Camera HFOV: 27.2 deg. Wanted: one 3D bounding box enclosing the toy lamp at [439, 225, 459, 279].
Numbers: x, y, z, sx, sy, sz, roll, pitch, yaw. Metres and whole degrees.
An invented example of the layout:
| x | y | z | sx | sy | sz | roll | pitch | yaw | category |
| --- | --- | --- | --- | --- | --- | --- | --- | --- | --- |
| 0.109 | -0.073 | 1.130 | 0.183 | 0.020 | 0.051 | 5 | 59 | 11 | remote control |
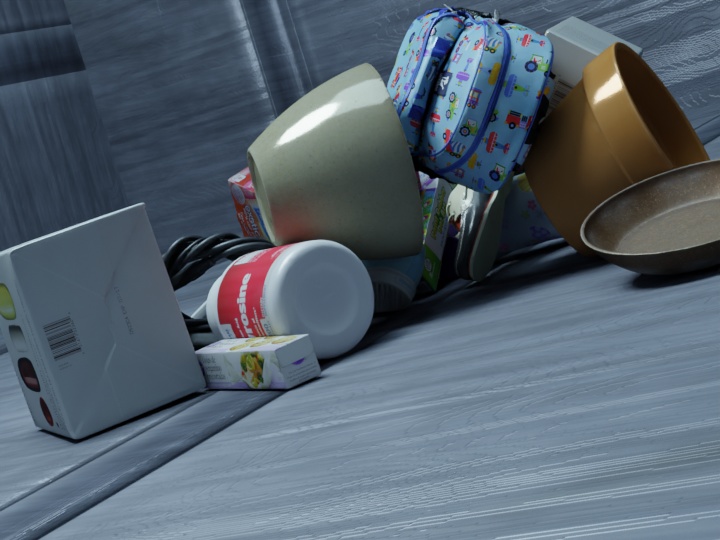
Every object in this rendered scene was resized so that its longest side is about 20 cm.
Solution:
| x | y | z | sx | sy | sz | roll | pitch | yaw | category |
| --- | --- | --- | --- | --- | --- | --- | --- | --- | --- |
| 0.123 | -0.032 | 1.810 | 0.058 | 0.059 | 0.200 | -16 | 8 | 14 | toy lamp |

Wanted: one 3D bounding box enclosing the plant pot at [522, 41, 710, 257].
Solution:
| x | y | z | sx | sy | sz | roll | pitch | yaw | category |
| --- | --- | --- | --- | --- | --- | --- | --- | --- | --- |
| 0.254 | -0.106 | 1.491 | 0.139 | 0.201 | 0.200 | -33 | -1 | 23 | plant pot |

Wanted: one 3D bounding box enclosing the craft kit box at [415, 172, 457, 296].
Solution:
| x | y | z | sx | sy | sz | roll | pitch | yaw | category |
| --- | --- | --- | --- | --- | --- | --- | --- | --- | --- |
| 0.017 | -0.046 | 1.752 | 0.198 | 0.049 | 0.199 | -15 | 43 | 34 | craft kit box |

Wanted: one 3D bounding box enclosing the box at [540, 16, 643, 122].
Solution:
| x | y | z | sx | sy | sz | roll | pitch | yaw | category |
| --- | --- | --- | --- | --- | --- | --- | --- | --- | --- |
| 0.239 | -0.201 | 1.662 | 0.097 | 0.125 | 0.200 | 27 | 19 | 9 | box |

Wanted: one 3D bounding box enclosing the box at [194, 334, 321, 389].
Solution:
| x | y | z | sx | sy | sz | roll | pitch | yaw | category |
| --- | --- | --- | --- | --- | --- | --- | --- | --- | --- |
| -0.101 | 0.087 | 1.399 | 0.041 | 0.039 | 0.199 | -21 | 6 | -27 | box |

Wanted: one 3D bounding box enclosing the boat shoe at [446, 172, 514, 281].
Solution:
| x | y | z | sx | sy | sz | roll | pitch | yaw | category |
| --- | --- | --- | --- | --- | --- | --- | --- | --- | --- |
| 0.128 | -0.074 | 1.660 | 0.062 | 0.202 | 0.071 | 6 | -33 | 16 | boat shoe |

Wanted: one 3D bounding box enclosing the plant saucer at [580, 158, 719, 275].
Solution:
| x | y | z | sx | sy | sz | roll | pitch | yaw | category |
| --- | --- | --- | --- | --- | --- | --- | --- | --- | --- |
| 0.290 | -0.043 | 1.288 | 0.198 | 0.037 | 0.201 | -17 | 19 | 6 | plant saucer |

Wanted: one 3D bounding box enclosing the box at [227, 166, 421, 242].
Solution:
| x | y | z | sx | sy | sz | roll | pitch | yaw | category |
| --- | --- | --- | --- | --- | --- | --- | --- | --- | --- |
| -0.038 | -0.097 | 1.676 | 0.199 | 0.096 | 0.099 | -35 | 38 | -28 | box |

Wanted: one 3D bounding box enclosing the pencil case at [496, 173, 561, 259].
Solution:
| x | y | z | sx | sy | sz | roll | pitch | yaw | category |
| --- | --- | --- | --- | --- | --- | --- | --- | --- | --- |
| 0.216 | -0.071 | 1.716 | 0.198 | 0.092 | 0.083 | -16 | 19 | 23 | pencil case |

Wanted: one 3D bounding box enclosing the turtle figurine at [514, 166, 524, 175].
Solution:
| x | y | z | sx | sy | sz | roll | pitch | yaw | category |
| --- | --- | --- | --- | --- | --- | --- | --- | --- | --- |
| 0.163 | -0.117 | 1.861 | 0.148 | 0.102 | 0.199 | 15 | -6 | 36 | turtle figurine |

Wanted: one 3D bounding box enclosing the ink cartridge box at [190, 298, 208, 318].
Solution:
| x | y | z | sx | sy | sz | roll | pitch | yaw | category |
| --- | --- | --- | --- | --- | --- | --- | --- | --- | --- |
| -0.118 | 0.001 | 1.786 | 0.162 | 0.050 | 0.200 | -42 | 2 | 40 | ink cartridge box |

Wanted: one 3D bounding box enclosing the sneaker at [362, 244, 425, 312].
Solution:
| x | y | z | sx | sy | sz | roll | pitch | yaw | category |
| --- | --- | --- | --- | --- | --- | --- | --- | --- | --- |
| 0.000 | 0.000 | 1.646 | 0.199 | 0.074 | 0.082 | 1 | 52 | 45 | sneaker |

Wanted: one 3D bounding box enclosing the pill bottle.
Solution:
| x | y | z | sx | sy | sz | roll | pitch | yaw | category |
| --- | --- | --- | --- | --- | --- | --- | --- | --- | --- |
| -0.078 | 0.033 | 1.477 | 0.111 | 0.114 | 0.199 | -20 | 5 | -28 | pill bottle |

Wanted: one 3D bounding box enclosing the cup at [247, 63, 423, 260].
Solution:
| x | y | z | sx | sy | sz | roll | pitch | yaw | category |
| --- | --- | --- | --- | --- | --- | --- | --- | --- | --- |
| -0.034 | -0.093 | 1.513 | 0.142 | 0.203 | 0.200 | -17 | 5 | -8 | cup |

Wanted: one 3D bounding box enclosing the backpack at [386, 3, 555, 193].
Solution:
| x | y | z | sx | sy | sz | roll | pitch | yaw | category |
| --- | --- | --- | --- | --- | --- | --- | --- | --- | --- |
| 0.110 | -0.173 | 1.501 | 0.133 | 0.184 | 0.200 | 20 | 7 | -14 | backpack |

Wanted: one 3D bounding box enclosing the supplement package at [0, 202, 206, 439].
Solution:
| x | y | z | sx | sy | sz | roll | pitch | yaw | category |
| --- | --- | --- | --- | --- | --- | --- | --- | --- | --- |
| -0.276 | 0.052 | 1.508 | 0.146 | 0.193 | 0.200 | -20 | 5 | -22 | supplement package |

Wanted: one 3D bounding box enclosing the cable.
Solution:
| x | y | z | sx | sy | sz | roll | pitch | yaw | category |
| --- | --- | --- | --- | --- | --- | --- | --- | --- | --- |
| -0.136 | 0.023 | 1.619 | 0.197 | 0.165 | 0.051 | -6 | 38 | -1 | cable |
